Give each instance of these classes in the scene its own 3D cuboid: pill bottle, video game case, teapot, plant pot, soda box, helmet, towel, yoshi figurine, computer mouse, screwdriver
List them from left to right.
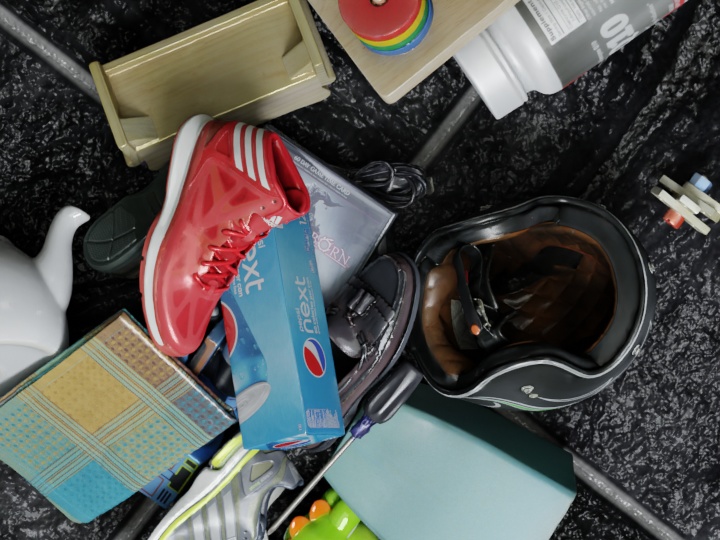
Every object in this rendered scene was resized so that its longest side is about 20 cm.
[{"bbox_3d":[-0.354,0.030,1.382,0.197,0.199,0.148,-36,62,41],"label":"teapot"},{"bbox_3d":[-0.223,0.130,1.382,0.199,0.022,0.147,-35,114,24],"label":"towel"},{"bbox_3d":[-0.072,0.047,1.355,0.067,0.064,0.202,-17,76,29],"label":"soda box"},{"bbox_3d":[-0.075,-0.006,1.424,0.142,0.019,0.201,34,106,9],"label":"video game case"},{"bbox_3d":[-0.048,0.300,1.476,0.112,0.112,0.201,34,87,14],"label":"yoshi figurine"},{"bbox_3d":[-0.018,0.154,1.394,0.200,0.029,0.028,-46,131,11],"label":"screwdriver"},{"bbox_3d":[0.000,0.000,1.441,0.137,0.053,0.203,1,98,15],"label":"computer mouse"},{"bbox_3d":[0.074,0.191,1.453,0.199,0.141,0.142,31,100,1],"label":"plant pot"},{"bbox_3d":[0.154,0.029,1.385,0.189,0.200,0.203,-5,106,-29],"label":"helmet"},{"bbox_3d":[0.173,-0.224,1.366,0.199,0.114,0.114,-35,103,6],"label":"pill bottle"}]

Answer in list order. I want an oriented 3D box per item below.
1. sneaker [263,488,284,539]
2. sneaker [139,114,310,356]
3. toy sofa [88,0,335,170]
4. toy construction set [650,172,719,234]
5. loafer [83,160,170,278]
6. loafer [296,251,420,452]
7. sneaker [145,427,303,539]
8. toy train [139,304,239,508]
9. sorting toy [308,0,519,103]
[{"bbox_3d":[-0.124,0.276,1.498,0.088,0.075,0.202,16,101,-19],"label":"sneaker"},{"bbox_3d":[-0.109,-0.024,1.304,0.114,0.078,0.203,8,93,31],"label":"sneaker"},{"bbox_3d":[-0.127,-0.167,1.388,0.198,0.098,0.084,-23,80,2],"label":"toy sofa"},{"bbox_3d":[0.361,-0.095,1.420,0.200,0.092,0.131,-45,127,15],"label":"toy construction set"},{"bbox_3d":[-0.151,-0.057,1.409,0.199,0.063,0.072,-30,60,14],"label":"loafer"},{"bbox_3d":[-0.016,0.073,1.385,0.063,0.072,0.201,8,117,-51],"label":"loafer"},{"bbox_3d":[-0.130,0.229,1.417,0.081,0.074,0.201,39,97,5],"label":"sneaker"},{"bbox_3d":[-0.161,0.112,1.425,0.114,0.087,0.201,34,118,-3],"label":"toy train"},{"bbox_3d":[0.037,-0.281,1.319,0.199,0.070,0.200,-38,72,6],"label":"sorting toy"}]
